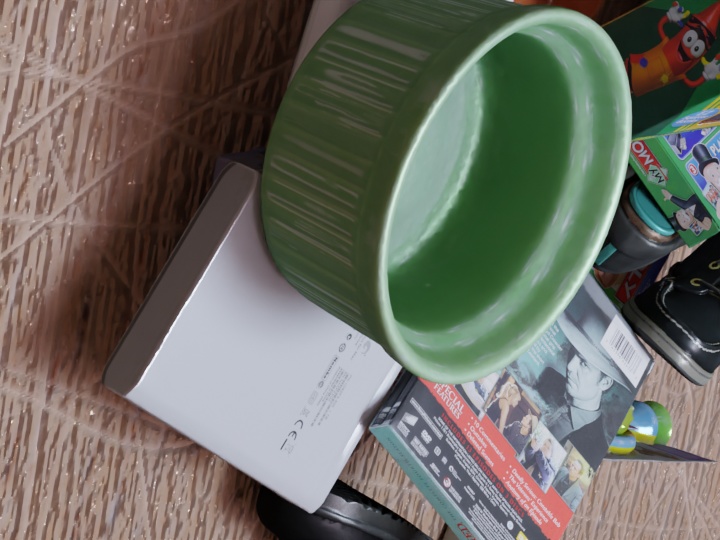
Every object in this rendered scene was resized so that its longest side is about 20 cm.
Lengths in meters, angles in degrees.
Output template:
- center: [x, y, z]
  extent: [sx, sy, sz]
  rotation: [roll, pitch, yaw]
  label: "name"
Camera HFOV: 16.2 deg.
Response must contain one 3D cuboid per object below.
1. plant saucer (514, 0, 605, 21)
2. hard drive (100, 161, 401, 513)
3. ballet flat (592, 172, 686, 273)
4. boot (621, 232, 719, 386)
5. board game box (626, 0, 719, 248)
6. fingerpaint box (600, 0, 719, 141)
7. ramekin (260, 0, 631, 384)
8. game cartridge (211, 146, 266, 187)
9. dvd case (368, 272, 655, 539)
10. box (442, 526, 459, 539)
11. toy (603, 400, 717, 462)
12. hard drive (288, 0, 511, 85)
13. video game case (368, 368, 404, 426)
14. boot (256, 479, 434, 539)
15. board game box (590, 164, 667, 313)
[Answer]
- center: [0.074, -0.182, 1.428]
  extent: [0.200, 0.032, 0.201]
  rotation: [-25, 130, -33]
  label: "plant saucer"
- center: [-0.046, 0.041, 1.349]
  extent: [0.132, 0.026, 0.200]
  rotation: [-60, 144, -6]
  label: "hard drive"
- center: [0.199, -0.048, 1.590]
  extent: [0.200, 0.068, 0.068]
  rotation: [-25, 164, -48]
  label: "ballet flat"
- center: [0.251, -0.007, 1.632]
  extent: [0.154, 0.073, 0.204]
  rotation: [-48, 171, 16]
  label: "boot"
- center: [0.215, -0.114, 1.569]
  extent: [0.029, 0.135, 0.200]
  rotation: [-34, -176, 41]
  label: "board game box"
- center: [0.258, -0.143, 1.477]
  extent: [0.200, 0.167, 0.073]
  rotation: [-12, 80, -48]
  label: "fingerpaint box"
- center: [0.041, -0.051, 1.296]
  extent: [0.200, 0.098, 0.200]
  rotation: [-29, 131, -39]
  label: "ramekin"
- center: [-0.015, -0.012, 1.405]
  extent: [0.200, 0.038, 0.130]
  rotation: [-12, 124, -48]
  label: "game cartridge"
- center: [0.094, 0.073, 1.494]
  extent: [0.146, 0.022, 0.200]
  rotation: [51, 51, -23]
  label: "dvd case"
- center: [0.071, 0.268, 1.695]
  extent: [0.068, 0.082, 0.200]
  rotation: [13, 103, -55]
  label: "box"
- center: [0.145, 0.089, 1.646]
  extent: [0.200, 0.115, 0.047]
  rotation: [15, 93, -55]
  label: "toy"
- center: [0.042, -0.182, 1.337]
  extent: [0.132, 0.026, 0.200]
  rotation: [1, 113, -47]
  label: "hard drive"
- center: [0.000, 0.000, 1.477]
  extent: [0.143, 0.018, 0.200]
  rotation: [-60, 145, -7]
  label: "video game case"
- center: [-0.028, 0.209, 1.522]
  extent: [0.158, 0.079, 0.211]
  rotation: [-59, 146, -7]
  label: "boot"
- center: [0.171, -0.042, 1.655]
  extent: [0.200, 0.029, 0.135]
  rotation: [-60, 145, -5]
  label: "board game box"
